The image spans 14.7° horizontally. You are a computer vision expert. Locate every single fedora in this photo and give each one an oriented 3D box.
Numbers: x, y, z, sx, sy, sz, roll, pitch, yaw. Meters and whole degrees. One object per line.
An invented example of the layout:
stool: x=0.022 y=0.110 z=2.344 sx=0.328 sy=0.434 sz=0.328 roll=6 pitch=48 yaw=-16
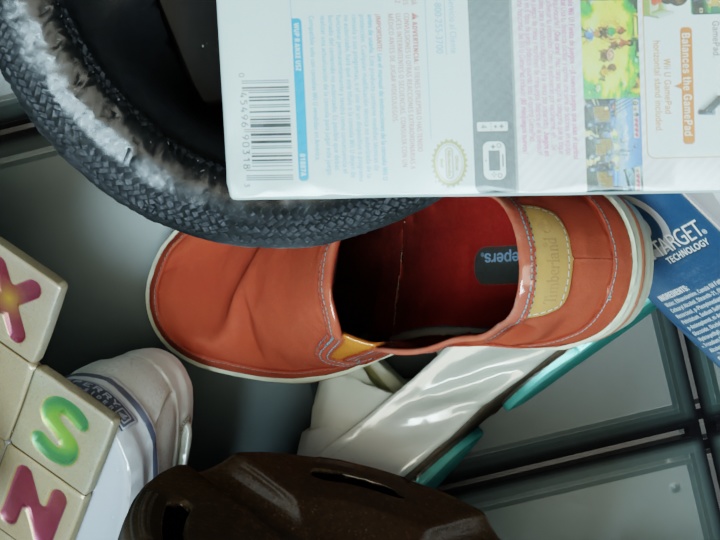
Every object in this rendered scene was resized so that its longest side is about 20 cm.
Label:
fedora: x=-0.031 y=-0.111 z=0.834 sx=0.200 sy=0.092 sz=0.201 roll=-2 pitch=101 yaw=-9

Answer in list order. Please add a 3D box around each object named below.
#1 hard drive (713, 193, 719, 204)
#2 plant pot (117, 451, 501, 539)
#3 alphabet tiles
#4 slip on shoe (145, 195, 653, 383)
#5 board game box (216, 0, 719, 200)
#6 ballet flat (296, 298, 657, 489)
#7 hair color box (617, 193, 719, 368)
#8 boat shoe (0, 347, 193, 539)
hard drive: x=0.155 y=-0.106 z=0.859 sx=0.026 sy=0.132 sz=0.200 roll=12 pitch=68 yaw=34
plant pot: x=-0.024 y=0.178 z=0.898 sx=0.200 sy=0.200 sz=0.199 roll=15 pitch=110 yaw=-3
alphabet tiles: x=-0.167 y=0.056 z=0.957 sx=0.166 sy=0.006 sz=0.200 roll=33 pitch=124 yaw=15
slip on shoe: x=0.000 y=0.000 z=0.923 sx=0.200 sy=0.061 sz=0.074 roll=-3 pitch=88 yaw=40
board game box: x=0.064 y=-0.097 z=0.738 sx=0.200 sy=0.064 sz=0.148 roll=0 pitch=101 yaw=13
ballet flat: x=0.029 y=0.036 z=0.977 sx=0.200 sy=0.069 sz=0.069 roll=-42 pitch=101 yaw=7
hair color box: x=0.138 y=-0.027 z=0.929 sx=0.200 sy=0.061 sz=0.100 roll=43 pitch=60 yaw=-10
boat shoe: x=-0.100 y=0.112 z=0.989 sx=0.071 sy=0.070 sz=0.200 roll=27 pitch=122 yaw=19
